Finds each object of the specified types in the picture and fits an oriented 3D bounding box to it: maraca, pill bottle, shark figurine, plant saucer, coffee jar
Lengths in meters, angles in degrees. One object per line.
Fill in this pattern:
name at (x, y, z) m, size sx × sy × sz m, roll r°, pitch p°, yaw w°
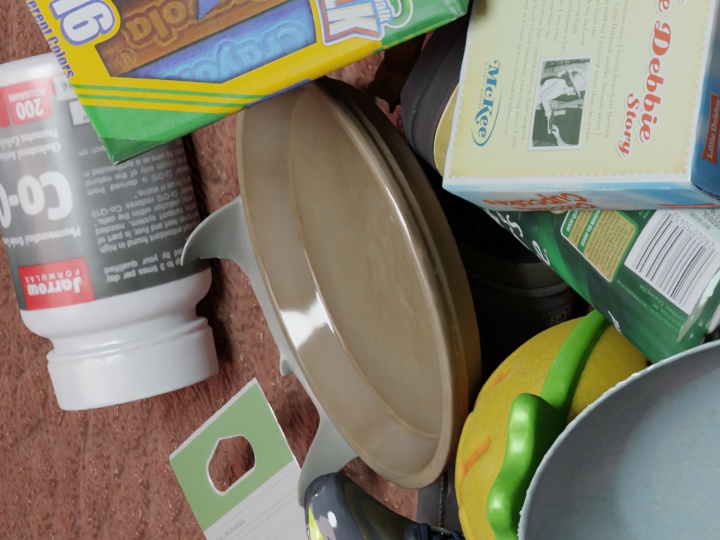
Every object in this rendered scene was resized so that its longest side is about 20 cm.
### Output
maraca at (0.087, 0.088, 0.922) m, size 0.107 × 0.200 × 0.137 m, roll 4°, pitch 104°, yaw 22°
pill bottle at (-0.150, -0.027, 1.299) m, size 0.114 × 0.114 × 0.201 m, roll -3°, pitch 100°, yaw 58°
shark figurine at (-0.048, 0.006, 1.183) m, size 0.128 × 0.089 × 0.215 m, roll 15°, pitch 114°, yaw 56°
plant saucer at (0.000, 0.000, 1.007) m, size 0.200 × 0.029 × 0.200 m, roll 53°, pitch 154°, yaw 39°
plant saucer at (0.157, 0.085, 0.832) m, size 0.039 × 0.200 × 0.201 m, roll -89°, pitch 10°, yaw -50°
coffee jar at (0.106, -0.032, 0.900) m, size 0.200 × 0.104 × 0.085 m, roll 45°, pitch 110°, yaw 40°

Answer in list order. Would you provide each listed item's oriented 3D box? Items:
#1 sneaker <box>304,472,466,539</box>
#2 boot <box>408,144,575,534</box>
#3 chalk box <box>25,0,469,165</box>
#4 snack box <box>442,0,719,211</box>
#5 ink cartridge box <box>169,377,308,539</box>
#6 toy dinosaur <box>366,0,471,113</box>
sneaker at (0.062, 0.142, 1.017) m, size 0.081 × 0.200 × 0.074 m, roll -50°, pitch 17°, yaw 23°
boot at (0.043, 0.055, 1.089) m, size 0.182 × 0.072 × 0.200 m, roll 36°, pitch 139°, yaw 48°
chalk box at (-0.028, -0.149, 0.886) m, size 0.125 × 0.200 × 0.124 m, roll -73°, pitch -40°, yaw -65°
snack box at (0.099, -0.122, 0.837) m, size 0.116 × 0.037 × 0.201 m, roll 1°, pitch 78°, yaw 44°
ink cartridge box at (-0.026, 0.166, 1.251) m, size 0.146 × 0.048 × 0.200 m, roll -43°, pitch 68°, yaw 56°
toy dinosaur at (0.024, -0.164, 0.965) m, size 0.060 × 0.106 × 0.200 m, roll 19°, pitch 127°, yaw 50°
